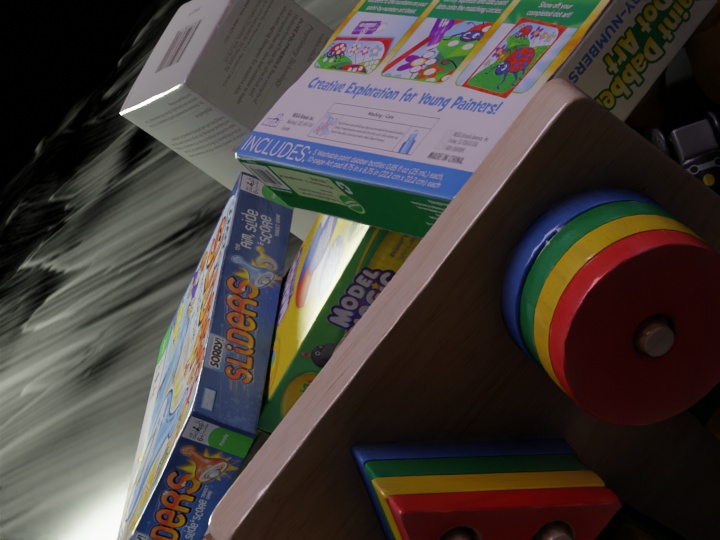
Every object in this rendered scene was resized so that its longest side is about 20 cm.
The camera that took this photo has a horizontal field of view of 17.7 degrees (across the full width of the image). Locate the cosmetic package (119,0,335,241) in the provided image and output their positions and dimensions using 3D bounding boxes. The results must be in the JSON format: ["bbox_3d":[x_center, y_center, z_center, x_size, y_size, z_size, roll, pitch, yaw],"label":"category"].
[{"bbox_3d":[-0.025,-0.074,1.334,0.108,0.200,0.085,-12,47,62],"label":"cosmetic package"}]

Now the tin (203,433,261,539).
[{"bbox_3d":[-0.034,0.090,1.334,0.200,0.042,0.112,-52,14,10],"label":"tin"}]

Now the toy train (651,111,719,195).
[{"bbox_3d":[0.134,-0.020,0.995,0.034,0.046,0.200,-18,-11,-4],"label":"toy train"}]

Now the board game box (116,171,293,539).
[{"bbox_3d":[-0.081,0.059,1.202,0.200,0.034,0.135,-83,17,-53],"label":"board game box"}]

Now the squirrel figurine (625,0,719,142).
[{"bbox_3d":[0.143,-0.167,1.146,0.187,0.142,0.200,-43,37,10],"label":"squirrel figurine"}]

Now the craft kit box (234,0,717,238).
[{"bbox_3d":[0.060,-0.102,0.995,0.198,0.049,0.200,-54,28,-11],"label":"craft kit box"}]

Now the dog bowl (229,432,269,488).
[{"bbox_3d":[-0.004,0.116,1.171,0.200,0.059,0.200,-48,19,22],"label":"dog bowl"}]

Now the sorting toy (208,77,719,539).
[{"bbox_3d":[0.086,0.070,0.816,0.200,0.199,0.070,-52,34,8],"label":"sorting toy"}]

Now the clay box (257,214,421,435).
[{"bbox_3d":[0.000,0.000,1.125,0.115,0.048,0.200,-81,17,-50],"label":"clay box"}]

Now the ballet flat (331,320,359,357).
[{"bbox_3d":[0.053,0.041,1.055,0.200,0.071,0.065,-19,-29,-44],"label":"ballet flat"}]

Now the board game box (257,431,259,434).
[{"bbox_3d":[-0.069,0.076,1.312,0.200,0.030,0.096,-51,8,44],"label":"board game box"}]
